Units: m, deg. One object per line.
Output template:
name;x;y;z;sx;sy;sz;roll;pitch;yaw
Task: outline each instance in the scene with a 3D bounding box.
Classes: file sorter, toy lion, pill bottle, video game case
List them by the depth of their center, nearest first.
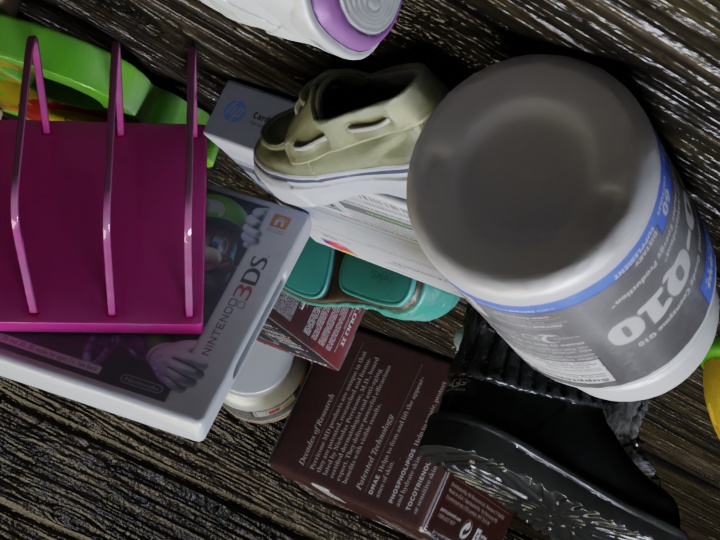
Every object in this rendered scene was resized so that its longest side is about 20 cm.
pill bottle;0.105;-0.010;0.842;0.113;0.114;0.200;19;169;27
file sorter;-0.189;-0.054;1.034;0.199;0.140;0.126;1;152;-4
video game case;-0.153;0.003;1.104;0.199;0.182;0.023;17;139;11
toy lion;-0.182;-0.114;1.171;0.191;0.069;0.200;18;170;-5
pill bottle;-0.112;0.099;1.929;0.116;0.117;0.200;24;171;4

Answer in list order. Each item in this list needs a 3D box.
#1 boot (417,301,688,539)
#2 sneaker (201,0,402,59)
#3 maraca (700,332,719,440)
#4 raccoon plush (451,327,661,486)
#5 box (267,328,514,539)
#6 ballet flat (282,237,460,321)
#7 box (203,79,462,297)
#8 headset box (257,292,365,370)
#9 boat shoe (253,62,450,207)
boot;0.137;0.073;1.076;0.211;0.159;0.079;34;155;-33
sneaker;-0.065;-0.139;0.680;0.099;0.075;0.200;16;167;34
maraca;0.246;0.065;0.912;0.136;0.108;0.200;23;170;-4
raccoon plush;0.128;0.102;1.231;0.096;0.201;0.134;-8;-173;-27
box;0.051;0.175;1.795;0.199;0.165;0.166;18;168;34
ballet flat;0.000;0.000;1.304;0.070;0.068;0.199;14;-178;-42
box;0.010;-0.042;1.117;0.155;0.041;0.200;21;168;25
headset box;-0.093;0.010;1.533;0.148;0.075;0.200;19;169;28
boat shoe;-0.001;-0.077;0.929;0.200;0.072;0.062;2;132;57
